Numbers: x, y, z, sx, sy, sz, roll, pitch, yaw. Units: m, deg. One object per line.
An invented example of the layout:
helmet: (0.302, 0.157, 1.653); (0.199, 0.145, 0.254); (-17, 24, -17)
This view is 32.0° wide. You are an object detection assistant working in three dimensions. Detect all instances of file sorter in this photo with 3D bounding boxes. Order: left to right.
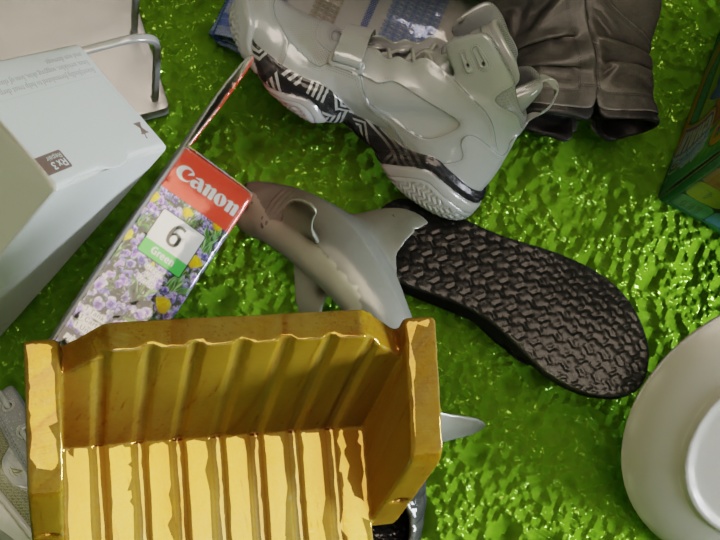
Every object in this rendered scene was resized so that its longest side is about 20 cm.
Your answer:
file sorter: (-0.210, -0.190, 0.760); (0.138, 0.125, 0.202); (-17, 80, -13)

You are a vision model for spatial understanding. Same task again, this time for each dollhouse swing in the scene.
dollhouse swing: (-0.063, 0.140, 0.625); (0.198, 0.182, 0.177); (-2, 63, -14)

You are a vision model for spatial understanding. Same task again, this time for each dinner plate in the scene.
dinner plate: (0.258, 0.105, 0.762); (0.198, 0.024, 0.202); (-2, 116, -4)

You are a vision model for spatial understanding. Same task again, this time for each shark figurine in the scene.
shark figurine: (0.015, 0.011, 0.756); (0.089, 0.128, 0.215); (-35, 86, -25)

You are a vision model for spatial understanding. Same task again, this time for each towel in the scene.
towel: (0.014, -0.175, 0.847); (0.199, 0.024, 0.148); (25, 74, -3)

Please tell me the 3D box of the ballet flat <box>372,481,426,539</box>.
ballet flat: (-0.002, 0.184, 0.731); (0.066, 0.057, 0.202); (17, 85, -7)

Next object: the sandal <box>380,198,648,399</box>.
sandal: (0.096, 0.017, 0.810); (0.199, 0.048, 0.076); (30, 75, 11)

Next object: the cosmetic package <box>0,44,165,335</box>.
cosmetic package: (-0.210, -0.021, 0.676); (0.081, 0.113, 0.200); (46, 114, 2)

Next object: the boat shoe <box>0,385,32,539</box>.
boat shoe: (-0.154, 0.154, 0.718); (0.202, 0.074, 0.065); (41, 79, 8)

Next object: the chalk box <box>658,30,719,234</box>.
chalk box: (0.284, -0.084, 0.820); (0.123, 0.124, 0.201); (26, 73, -3)

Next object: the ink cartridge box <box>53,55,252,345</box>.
ink cartridge box: (-0.111, -0.021, 0.735); (0.050, 0.109, 0.201); (35, 73, -11)

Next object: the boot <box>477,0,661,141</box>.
boot: (0.104, -0.159, 0.813); (0.198, 0.070, 0.133); (8, 79, -1)

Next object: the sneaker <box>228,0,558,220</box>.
sneaker: (0.023, -0.129, 0.766); (0.199, 0.075, 0.115); (37, 117, -12)
